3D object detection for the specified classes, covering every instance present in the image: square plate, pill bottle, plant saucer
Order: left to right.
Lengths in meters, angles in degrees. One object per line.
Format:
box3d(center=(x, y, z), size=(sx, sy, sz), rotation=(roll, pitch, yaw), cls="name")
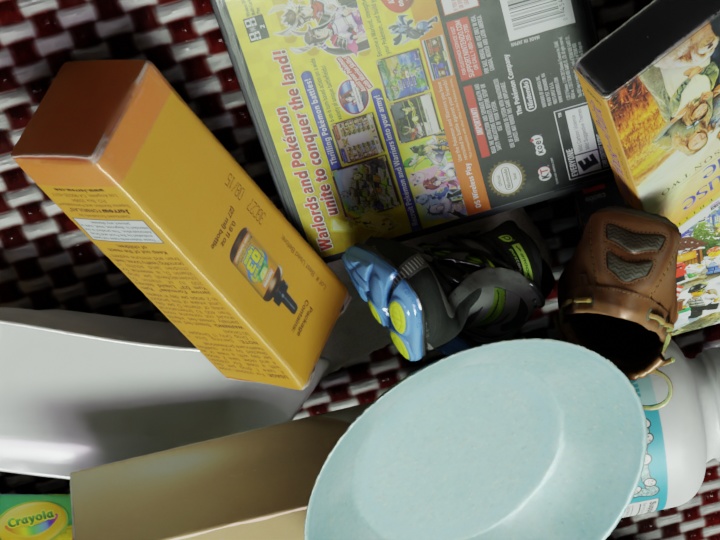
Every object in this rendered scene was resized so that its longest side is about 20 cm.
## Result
box3d(center=(-0.137, 0.072, 1.515), size=(0.199, 0.029, 0.198), rotation=(7, 151, -16), cls="square plate")
box3d(center=(0.057, 0.108, 1.441), size=(0.200, 0.039, 0.202), rotation=(-13, 130, -17), cls="plant saucer")
box3d(center=(0.134, 0.098, 1.611), size=(0.199, 0.111, 0.111), rotation=(-11, 145, -5), cls="pill bottle")

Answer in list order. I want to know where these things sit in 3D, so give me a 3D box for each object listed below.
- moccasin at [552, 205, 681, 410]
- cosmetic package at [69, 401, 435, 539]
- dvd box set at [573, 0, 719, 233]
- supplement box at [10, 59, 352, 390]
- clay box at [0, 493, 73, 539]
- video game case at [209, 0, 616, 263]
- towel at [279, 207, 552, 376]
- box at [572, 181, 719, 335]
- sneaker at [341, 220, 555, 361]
box3d(center=(0.142, 0.030, 1.454), size=(0.073, 0.078, 0.201), rotation=(14, 165, 0), cls="moccasin")
box3d(center=(-0.057, 0.150, 1.522), size=(0.199, 0.071, 0.105), rotation=(-15, 132, 4), cls="cosmetic package")
box3d(center=(0.187, -0.097, 1.362), size=(0.146, 0.029, 0.200), rotation=(-37, 155, -3), cls="dvd box set")
box3d(center=(-0.088, -0.021, 1.361), size=(0.069, 0.067, 0.200), rotation=(1, 144, 42), cls="supplement box")
box3d(center=(-0.139, 0.172, 1.639), size=(0.199, 0.048, 0.115), rotation=(1, 160, -16), cls="clay box")
box3d(center=(0.033, -0.098, 1.355), size=(0.180, 0.026, 0.200), rotation=(-16, 136, 2), cls="video game case")
box3d(center=(0.000, 0.000, 1.498), size=(0.199, 0.035, 0.133), rotation=(-24, 145, 11), cls="towel")
box3d(center=(0.226, -0.028, 1.533), size=(0.199, 0.038, 0.137), rotation=(-16, 145, 2), cls="box")
box3d(center=(0.051, 0.003, 1.408), size=(0.083, 0.071, 0.200), rotation=(-37, 165, 14), cls="sneaker")
